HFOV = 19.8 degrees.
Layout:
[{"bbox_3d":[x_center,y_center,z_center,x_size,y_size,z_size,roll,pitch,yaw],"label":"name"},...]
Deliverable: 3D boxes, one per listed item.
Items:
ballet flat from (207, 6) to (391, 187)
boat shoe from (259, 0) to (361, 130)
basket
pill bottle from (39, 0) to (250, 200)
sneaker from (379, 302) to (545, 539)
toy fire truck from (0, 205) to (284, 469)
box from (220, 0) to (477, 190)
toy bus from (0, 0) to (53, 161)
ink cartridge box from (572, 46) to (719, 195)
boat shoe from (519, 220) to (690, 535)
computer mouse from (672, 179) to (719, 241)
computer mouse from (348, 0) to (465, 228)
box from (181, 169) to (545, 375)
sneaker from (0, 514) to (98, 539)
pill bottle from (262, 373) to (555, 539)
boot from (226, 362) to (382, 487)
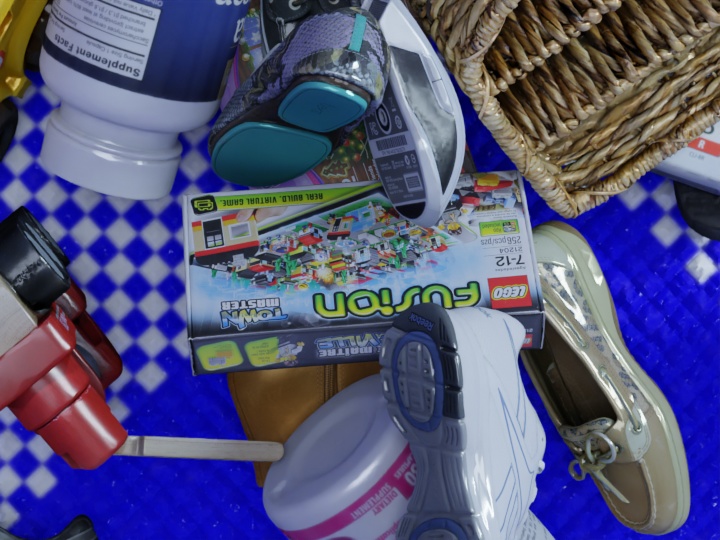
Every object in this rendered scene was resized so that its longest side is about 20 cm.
[{"bbox_3d":[-0.032,-0.101,1.167,0.072,0.200,0.072,5,76,-21],"label":"ballet flat"},{"bbox_3d":[-0.031,-0.180,1.228,0.068,0.057,0.201,-7,86,-1],"label":"boat shoe"},{"bbox_3d":[0.144,-0.152,1.161,0.200,0.143,0.149,-33,68,10],"label":"basket"},{"bbox_3d":[-0.124,-0.148,1.205,0.111,0.111,0.201,18,108,1],"label":"pill bottle"},{"bbox_3d":[0.066,0.114,1.105,0.087,0.074,0.201,-8,99,-43],"label":"sneaker"},{"bbox_3d":[-0.158,0.063,1.203,0.129,0.176,0.200,-39,100,-3],"label":"toy fire truck"},{"bbox_3d":[-0.023,-0.125,1.273,0.136,0.039,0.201,-20,87,0],"label":"box"},{"bbox_3d":[-0.254,-0.146,1.200,0.135,0.192,0.201,29,89,0],"label":"toy bus"},{"bbox_3d":[0.192,-0.161,1.245,0.162,0.050,0.201,21,90,22],"label":"ink cartridge box"},{"bbox_3d":[0.131,0.072,1.235,0.063,0.073,0.201,-24,87,-38],"label":"boat shoe"},{"bbox_3d":[0.259,-0.116,1.265,0.140,0.046,0.201,-6,77,15],"label":"computer mouse"},{"bbox_3d":[0.020,-0.124,1.158,0.044,0.110,0.201,-19,97,-22],"label":"computer mouse"},{"bbox_3d":[0.000,0.000,1.178,0.199,0.035,0.110,-5,50,-3],"label":"box"},{"bbox_3d":[-0.251,0.176,1.245,0.198,0.071,0.083,0,82,-5],"label":"sneaker"},{"bbox_3d":[0.046,0.165,1.196,0.113,0.113,0.200,-43,110,-2],"label":"pill bottle"},{"bbox_3d":[0.017,0.049,1.258,0.200,0.071,0.145,-15,99,-8],"label":"boot"}]
